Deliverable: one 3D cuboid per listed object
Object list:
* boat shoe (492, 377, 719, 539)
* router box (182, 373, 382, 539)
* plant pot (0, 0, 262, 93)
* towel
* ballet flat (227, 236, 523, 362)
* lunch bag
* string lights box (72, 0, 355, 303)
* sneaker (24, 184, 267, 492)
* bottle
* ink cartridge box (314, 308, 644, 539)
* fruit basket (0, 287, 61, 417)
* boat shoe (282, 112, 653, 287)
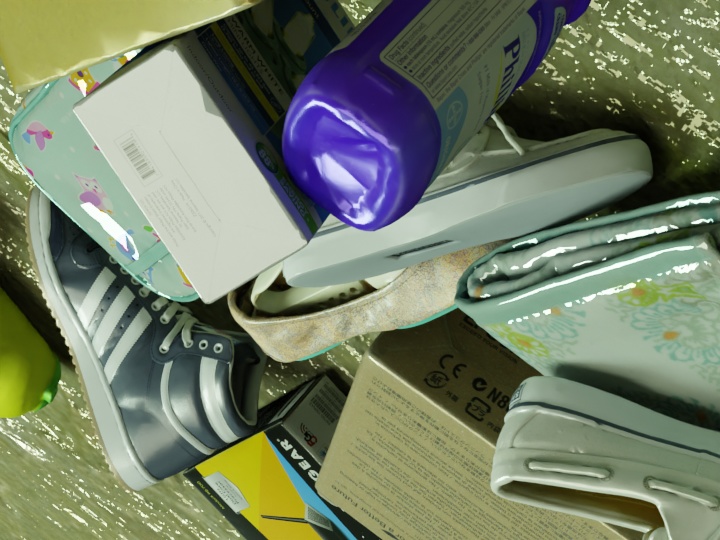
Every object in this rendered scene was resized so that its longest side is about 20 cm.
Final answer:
[{"bbox_3d":[0.158,0.122,1.166,0.202,0.086,0.075,19,154,10],"label":"boat shoe"},{"bbox_3d":[-0.002,0.168,1.514,0.200,0.051,0.149,47,148,-7],"label":"router box"},{"bbox_3d":[-0.083,-0.222,1.043,0.194,0.195,0.200,-12,110,51],"label":"plant pot"},{"bbox_3d":[0.165,0.038,1.168,0.171,0.048,0.200,41,150,-25],"label":"towel"},{"bbox_3d":[0.000,0.000,1.282,0.067,0.068,0.200,39,137,-26],"label":"ballet flat"},{"bbox_3d":[-0.098,-0.071,1.321,0.160,0.077,0.200,47,146,-7],"label":"lunch bag"},{"bbox_3d":[-0.049,-0.073,1.080,0.059,0.200,0.103,-30,101,22],"label":"string lights box"},{"bbox_3d":[-0.127,0.025,1.470,0.108,0.070,0.200,-22,86,18],"label":"sneaker"},{"bbox_3d":[0.046,-0.104,1.024,0.065,0.200,0.084,35,145,10],"label":"bottle"},{"bbox_3d":[0.085,0.120,1.352,0.200,0.075,0.165,35,147,10],"label":"ink cartridge box"},{"bbox_3d":[-0.303,0.026,1.620,0.215,0.156,0.216,-6,152,-3],"label":"fruit basket"},{"bbox_3d":[0.046,-0.056,1.194,0.202,0.075,0.086,-17,77,29],"label":"boat shoe"}]
